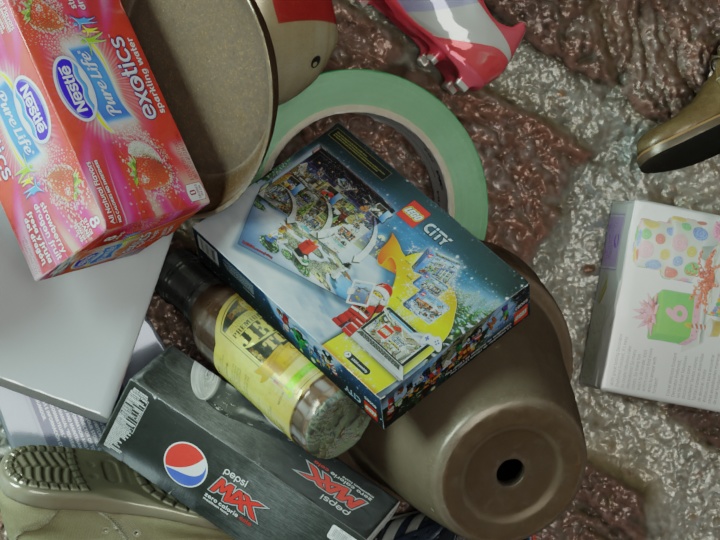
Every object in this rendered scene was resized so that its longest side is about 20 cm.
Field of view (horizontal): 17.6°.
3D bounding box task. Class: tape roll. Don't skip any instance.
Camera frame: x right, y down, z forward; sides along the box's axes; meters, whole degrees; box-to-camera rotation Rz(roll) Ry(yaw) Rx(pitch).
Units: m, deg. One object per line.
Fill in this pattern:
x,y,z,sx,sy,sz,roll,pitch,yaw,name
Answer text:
-0.007,-0.046,1.706,0.199,0.048,0.202,0,92,-12,tape roll

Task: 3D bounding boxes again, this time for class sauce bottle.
-0.074,0.053,1.632,0.065,0.200,0.065,-30,140,-29,sauce bottle

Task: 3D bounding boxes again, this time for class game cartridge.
-0.188,0.111,1.681,0.132,0.041,0.201,-21,96,-7,game cartridge

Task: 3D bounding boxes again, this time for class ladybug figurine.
-0.065,-0.218,1.640,0.071,0.136,0.201,-15,88,-2,ladybug figurine

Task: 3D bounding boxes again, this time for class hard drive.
-0.208,-0.008,1.644,0.131,0.025,0.201,21,70,-9,hard drive

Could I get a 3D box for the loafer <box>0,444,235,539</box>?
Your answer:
-0.162,0.169,1.638,0.199,0.076,0.069,11,123,-19,loafer

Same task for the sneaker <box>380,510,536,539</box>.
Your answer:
0.037,0.214,1.706,0.199,0.084,0.075,-23,97,-10,sneaker

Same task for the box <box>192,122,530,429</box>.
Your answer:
0.000,0.000,1.593,0.136,0.038,0.200,-36,58,-21,box

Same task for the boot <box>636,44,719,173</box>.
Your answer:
0.281,-0.141,1.763,0.199,0.074,0.076,-30,79,-14,boot

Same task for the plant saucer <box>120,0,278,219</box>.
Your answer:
-0.120,-0.137,1.601,0.037,0.200,0.202,-17,96,-45,plant saucer

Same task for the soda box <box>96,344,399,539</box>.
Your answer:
-0.077,0.140,1.613,0.199,0.071,0.064,34,118,8,soda box

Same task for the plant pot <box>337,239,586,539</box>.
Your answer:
0.078,0.099,1.635,0.199,0.175,0.202,-7,115,-16,plant pot

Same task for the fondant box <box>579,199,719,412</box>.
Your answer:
0.278,0.035,1.765,0.199,0.058,0.145,11,90,-13,fondant box

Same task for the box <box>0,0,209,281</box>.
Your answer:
-0.201,-0.107,1.592,0.099,0.095,0.201,-17,80,-45,box

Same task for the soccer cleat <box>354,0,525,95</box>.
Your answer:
0.036,-0.216,1.703,0.200,0.067,0.077,46,77,-12,soccer cleat
